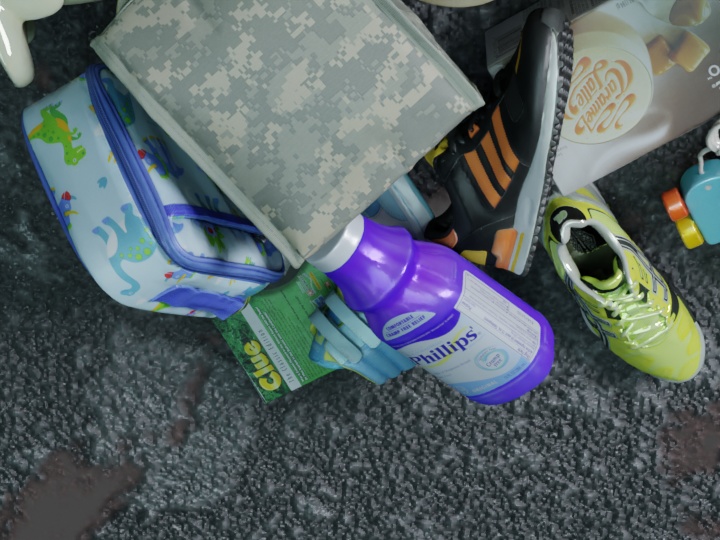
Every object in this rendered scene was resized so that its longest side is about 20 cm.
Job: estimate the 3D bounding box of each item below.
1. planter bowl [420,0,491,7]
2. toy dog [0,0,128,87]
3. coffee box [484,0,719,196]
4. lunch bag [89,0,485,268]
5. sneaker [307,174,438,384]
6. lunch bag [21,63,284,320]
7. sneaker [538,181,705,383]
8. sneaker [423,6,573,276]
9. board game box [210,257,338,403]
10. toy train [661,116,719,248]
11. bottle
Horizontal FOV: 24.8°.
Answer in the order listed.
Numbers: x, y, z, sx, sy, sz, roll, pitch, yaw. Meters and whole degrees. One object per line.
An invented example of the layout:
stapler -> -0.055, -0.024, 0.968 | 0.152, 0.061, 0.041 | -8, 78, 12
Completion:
planter bowl -> 0.065, -0.257, 1.051 | 0.199, 0.201, 0.135 | 15, 143, -5
toy dog -> -0.165, -0.242, 1.068 | 0.199, 0.140, 0.195 | -23, 108, 0
coffee box -> 0.200, -0.156, 1.139 | 0.199, 0.080, 0.115 | -27, 113, 16
lunch bag -> -0.048, -0.131, 1.034 | 0.164, 0.118, 0.200 | -41, 100, 9
sneaker -> 0.000, 0.000, 1.210 | 0.130, 0.080, 0.201 | -30, 111, -3
lunch bag -> -0.133, -0.048, 1.114 | 0.082, 0.200, 0.161 | -29, 75, 15
sneaker -> 0.190, 0.017, 1.227 | 0.075, 0.077, 0.200 | -37, 110, 16
sneaker -> 0.088, -0.087, 1.102 | 0.089, 0.070, 0.201 | 11, 128, 8
board game box -> -0.079, 0.001, 1.261 | 0.104, 0.023, 0.201 | -26, 111, 12
toy train -> 0.315, -0.063, 1.182 | 0.199, 0.056, 0.151 | 15, 129, -16
bottle -> 0.047, 0.023, 1.149 | 0.083, 0.066, 0.200 | -29, 130, 36
